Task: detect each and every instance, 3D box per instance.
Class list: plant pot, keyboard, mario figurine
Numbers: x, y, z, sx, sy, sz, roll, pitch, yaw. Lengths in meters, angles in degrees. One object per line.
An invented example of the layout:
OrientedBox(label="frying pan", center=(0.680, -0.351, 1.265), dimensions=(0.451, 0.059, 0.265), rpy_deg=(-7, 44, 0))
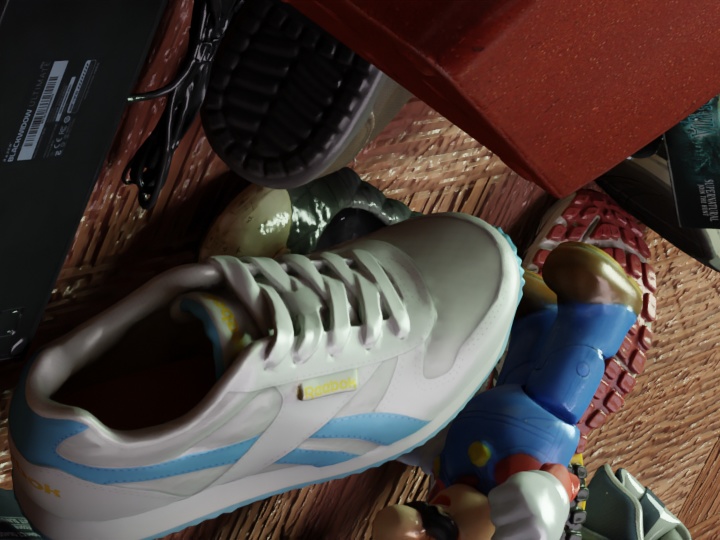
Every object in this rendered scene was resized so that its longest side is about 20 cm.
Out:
OrientedBox(label="plant pot", center=(0.045, -0.141, 0.767), dimensions=(0.177, 0.199, 0.200), rpy_deg=(-53, 157, -1))
OrientedBox(label="keyboard", center=(-0.089, -0.056, 0.847), dimensions=(0.127, 0.021, 0.201), rpy_deg=(-9, 130, -52))
OrientedBox(label="mario figurine", center=(0.047, 0.079, 1.116), dimensions=(0.124, 0.105, 0.201), rpy_deg=(80, 27, -61))

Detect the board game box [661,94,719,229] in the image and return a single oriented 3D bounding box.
OrientedBox(label="board game box", center=(0.137, -0.134, 1.032), dimensions=(0.135, 0.028, 0.201), rpy_deg=(63, 32, -65))

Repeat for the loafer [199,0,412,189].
OrientedBox(label="loafer", center=(0.016, -0.117, 0.918), dimensions=(0.200, 0.073, 0.071), rpy_deg=(-52, 167, 5))

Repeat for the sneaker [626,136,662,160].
OrientedBox(label="sneaker", center=(0.084, -0.130, 1.033), dimensions=(0.201, 0.073, 0.080), rpy_deg=(77, 21, -53))

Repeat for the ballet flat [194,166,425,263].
OrientedBox(label="ballet flat", center=(0.000, 0.000, 1.037), dimensions=(0.067, 0.057, 0.200), rpy_deg=(-57, 153, 11))

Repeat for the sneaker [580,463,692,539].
OrientedBox(label="sneaker", center=(0.089, 0.166, 1.315), dimensions=(0.147, 0.077, 0.202), rpy_deg=(-54, -163, -12))

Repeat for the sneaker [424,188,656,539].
OrientedBox(label="sneaker", center=(0.072, 0.056, 1.247), dimensions=(0.077, 0.082, 0.201), rpy_deg=(21, 89, -30))

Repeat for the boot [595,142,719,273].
OrientedBox(label="boot", center=(0.185, -0.079, 1.268), dimensions=(0.151, 0.073, 0.200), rpy_deg=(-55, 160, 2))

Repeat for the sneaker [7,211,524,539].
OrientedBox(label="sneaker", center=(-0.028, 0.030, 0.932), dimensions=(0.199, 0.077, 0.081), rpy_deg=(-26, 152, -19))

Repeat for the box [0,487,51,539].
OrientedBox(label="box", center=(-0.108, 0.212, 0.938), dimensions=(0.201, 0.198, 0.123), rpy_deg=(-59, 156, 7))
